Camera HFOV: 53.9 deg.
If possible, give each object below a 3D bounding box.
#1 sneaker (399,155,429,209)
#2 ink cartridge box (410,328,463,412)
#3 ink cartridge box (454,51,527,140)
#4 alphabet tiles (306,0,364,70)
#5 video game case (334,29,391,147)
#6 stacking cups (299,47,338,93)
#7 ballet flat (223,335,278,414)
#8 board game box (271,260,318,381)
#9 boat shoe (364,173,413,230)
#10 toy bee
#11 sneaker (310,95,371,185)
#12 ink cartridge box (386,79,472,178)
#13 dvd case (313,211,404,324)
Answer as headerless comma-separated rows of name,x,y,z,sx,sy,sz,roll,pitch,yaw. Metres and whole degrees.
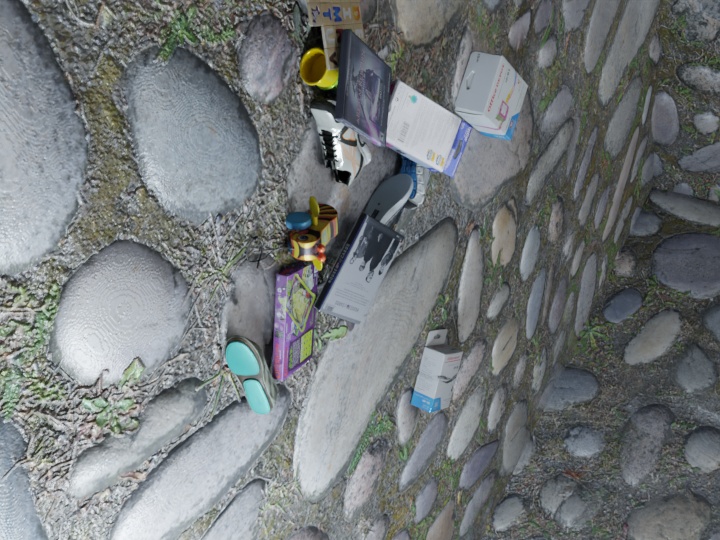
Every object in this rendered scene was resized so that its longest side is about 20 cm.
sneaker,0.119,-0.236,1.515,0.087,0.073,0.206,-31,132,-75
ink cartridge box,0.210,0.266,1.892,0.115,0.066,0.206,1,105,-56
ink cartridge box,0.316,-0.416,1.699,0.198,0.083,0.148,14,94,-57
alphabet tiles,-0.042,-0.433,1.144,0.167,0.007,0.206,-33,119,-56
video game case,0.008,-0.308,1.222,0.199,0.018,0.147,9,85,-68
stacking cups,-0.026,-0.327,1.236,0.198,0.059,0.062,6,101,-58
ballet flat,-0.190,0.170,1.243,0.065,0.065,0.203,-78,162,-47
board game box,-0.120,0.088,1.309,0.120,0.031,0.206,-37,136,-64
boat shoe,0.049,-0.101,1.464,0.202,0.070,0.091,-53,145,-16
toy bee,-0.088,-0.047,1.236,0.201,0.107,0.132,-53,145,-27
sneaker,-0.039,-0.226,1.254,0.081,0.073,0.201,-58,146,-16
ink cartridge box,0.126,-0.281,1.427,0.196,0.042,0.122,23,86,-24
dvd case,0.000,0.000,1.388,0.149,0.024,0.203,24,95,-56
